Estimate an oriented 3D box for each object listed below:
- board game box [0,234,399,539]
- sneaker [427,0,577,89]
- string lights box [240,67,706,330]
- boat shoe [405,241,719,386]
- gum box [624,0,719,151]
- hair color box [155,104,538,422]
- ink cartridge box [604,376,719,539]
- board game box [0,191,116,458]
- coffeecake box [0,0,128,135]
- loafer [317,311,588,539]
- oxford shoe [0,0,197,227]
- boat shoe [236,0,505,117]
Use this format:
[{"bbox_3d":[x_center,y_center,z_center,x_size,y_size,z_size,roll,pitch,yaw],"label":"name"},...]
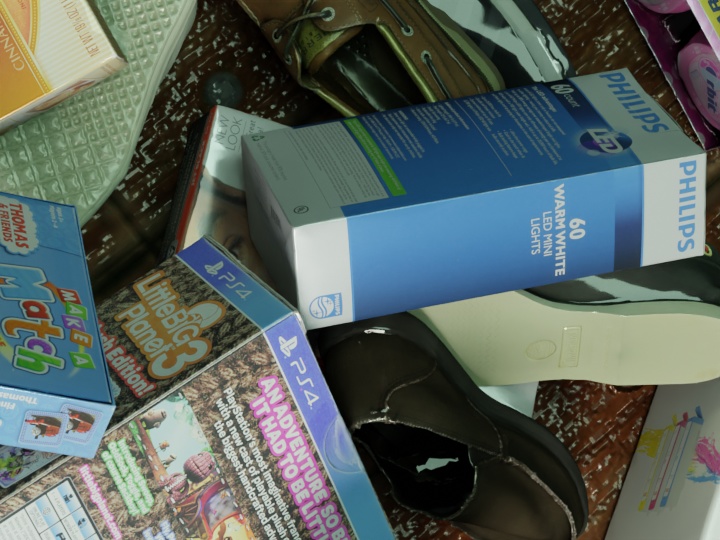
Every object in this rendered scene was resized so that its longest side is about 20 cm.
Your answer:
[{"bbox_3d":[-0.105,0.111,1.094,0.200,0.097,0.160,-32,125,-15],"label":"board game box"},{"bbox_3d":[0.048,-0.132,1.241,0.083,0.072,0.200,-34,94,8],"label":"sneaker"},{"bbox_3d":[0.053,-0.037,1.117,0.199,0.103,0.059,-10,120,-12],"label":"string lights box"},{"bbox_3d":[0.087,0.014,1.162,0.201,0.074,0.063,3,49,-8],"label":"boat shoe"},{"bbox_3d":[0.198,-0.182,1.279,0.113,0.066,0.200,-29,92,-20],"label":"gum box"},{"bbox_3d":[0.000,0.000,1.199,0.199,0.064,0.111,16,80,-13],"label":"hair color box"},{"bbox_3d":[0.215,0.128,1.215,0.128,0.125,0.200,23,76,-13],"label":"ink cartridge box"},{"bbox_3d":[-0.213,0.007,1.013,0.199,0.151,0.037,11,122,-21],"label":"board game box"},{"bbox_3d":[-0.235,-0.117,1.109,0.200,0.073,0.154,-29,92,0],"label":"coffeecake box"},{"bbox_3d":[0.042,0.098,1.161,0.200,0.073,0.071,41,40,-36],"label":"loafer"},{"bbox_3d":[-0.137,-0.088,1.174,0.075,0.058,0.200,29,89,-3],"label":"oxford shoe"},{"bbox_3d":[-0.011,-0.127,1.178,0.200,0.072,0.068,37,36,-6],"label":"boat shoe"}]
